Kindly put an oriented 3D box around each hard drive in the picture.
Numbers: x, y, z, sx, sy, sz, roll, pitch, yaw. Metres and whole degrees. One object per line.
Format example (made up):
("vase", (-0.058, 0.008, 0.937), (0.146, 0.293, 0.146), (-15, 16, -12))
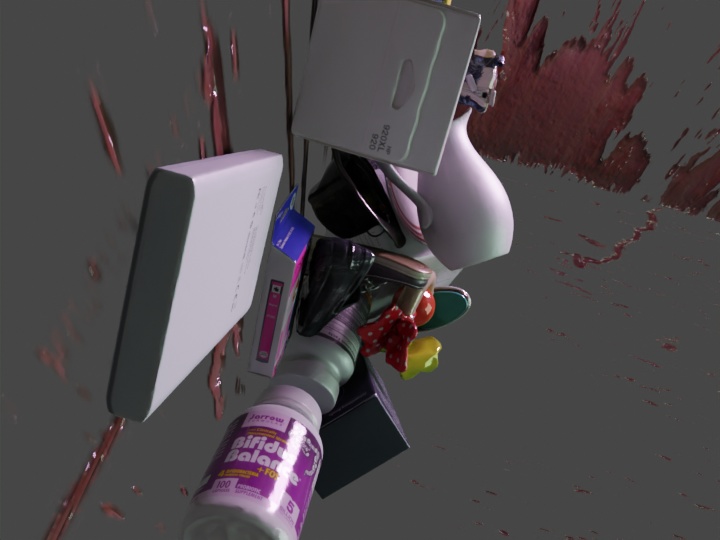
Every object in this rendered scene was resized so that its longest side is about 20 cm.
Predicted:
("hard drive", (-0.095, -0.007, 0.421), (0.200, 0.027, 0.132), (-68, 174, -76))

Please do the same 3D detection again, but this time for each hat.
("hat", (-0.020, -0.095, 0.841), (0.201, 0.081, 0.201), (57, 14, -23))

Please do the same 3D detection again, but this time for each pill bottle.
("pill bottle", (-0.057, 0.100, 0.954), (0.116, 0.116, 0.200), (103, 3, -47))
("pill bottle", (-0.102, 0.213, 0.694), (0.200, 0.112, 0.112), (-72, 177, -60))

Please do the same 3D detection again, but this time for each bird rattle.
("bird rattle", (0.059, 0.067, 0.947), (0.163, 0.113, 0.200), (-64, 158, -15))

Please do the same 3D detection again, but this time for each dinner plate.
("dinner plate", (0.083, -0.133, 0.933), (0.200, 0.024, 0.201), (11, 76, -51))

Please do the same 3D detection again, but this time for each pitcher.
("pitcher", (0.107, -0.099, 0.862), (0.121, 0.171, 0.200), (-20, -92, 58))

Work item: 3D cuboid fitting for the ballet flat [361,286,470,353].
("ballet flat", (0.086, 0.071, 1.068), (0.200, 0.069, 0.069), (-29, -163, 21))

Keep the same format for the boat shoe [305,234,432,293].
("boat shoe", (0.000, 0.000, 0.841), (0.072, 0.200, 0.065), (4, 100, -56))

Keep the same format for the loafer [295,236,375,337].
("loafer", (-0.035, 0.029, 0.792), (0.201, 0.070, 0.068), (118, -22, -57))

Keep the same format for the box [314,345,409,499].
("box", (-0.032, 0.213, 0.996), (0.107, 0.148, 0.200), (59, 2, -21))

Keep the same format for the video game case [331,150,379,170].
("video game case", (0.035, -0.169, 1.038), (0.181, 0.026, 0.200), (-26, 160, -16))

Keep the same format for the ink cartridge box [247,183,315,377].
("ink cartridge box", (-0.085, 0.013, 0.733), (0.095, 0.037, 0.200), (-71, 175, -61))

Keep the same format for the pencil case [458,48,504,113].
("pencil case", (0.076, -0.255, 0.838), (0.089, 0.200, 0.078), (-90, -170, -65))

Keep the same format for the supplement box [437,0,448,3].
("supplement box", (0.060, -0.356, 0.784), (0.200, 0.109, 0.110), (-26, 131, -87))

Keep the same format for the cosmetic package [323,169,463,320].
("cosmetic package", (0.060, -0.046, 1.067), (0.168, 0.166, 0.200), (64, -28, 21))

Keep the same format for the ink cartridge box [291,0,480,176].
("ink cartridge box", (0.031, -0.200, 0.673), (0.200, 0.144, 0.147), (-68, 173, -71))
